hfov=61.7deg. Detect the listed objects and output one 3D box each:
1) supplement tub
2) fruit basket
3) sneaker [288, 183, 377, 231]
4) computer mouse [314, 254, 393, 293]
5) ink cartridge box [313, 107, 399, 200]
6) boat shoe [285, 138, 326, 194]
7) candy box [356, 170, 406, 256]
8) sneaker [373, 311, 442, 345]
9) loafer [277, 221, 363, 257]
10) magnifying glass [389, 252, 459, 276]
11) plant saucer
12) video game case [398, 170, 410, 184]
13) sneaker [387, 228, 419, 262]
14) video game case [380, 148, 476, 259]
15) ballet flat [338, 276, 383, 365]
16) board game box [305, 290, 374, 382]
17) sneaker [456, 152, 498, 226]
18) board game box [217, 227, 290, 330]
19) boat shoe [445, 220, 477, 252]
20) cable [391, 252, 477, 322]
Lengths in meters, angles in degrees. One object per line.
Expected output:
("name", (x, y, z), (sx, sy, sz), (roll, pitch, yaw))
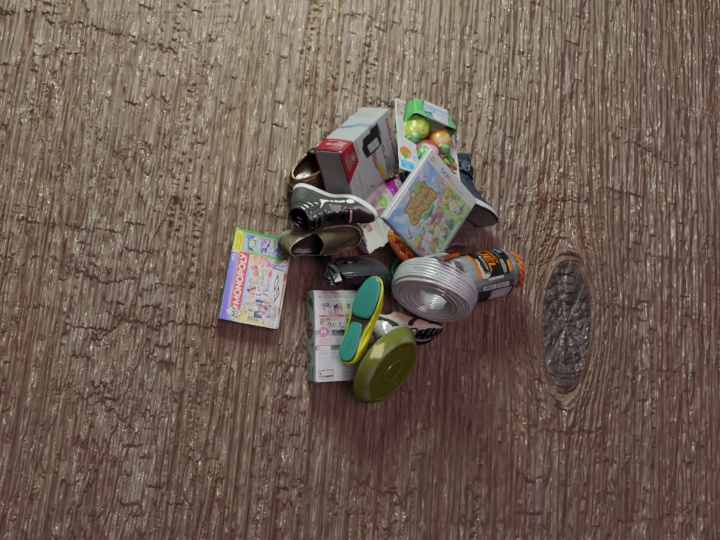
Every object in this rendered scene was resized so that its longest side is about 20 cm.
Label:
("supplement tub", (0.301, 0.014, 1.495), (0.197, 0.122, 0.124), (-12, 88, -26))
("fruit basket", (0.163, -0.302, 1.425), (0.183, 0.094, 0.203), (14, 54, -29))
("sneaker", (-0.066, -0.117, 1.307), (0.197, 0.071, 0.100), (16, 49, 3))
("computer mouse", (0.000, 0.000, 1.384), (0.198, 0.139, 0.053), (14, 115, -27))
("ink cartridge box", (-0.002, -0.260, 1.375), (0.200, 0.082, 0.147), (-48, 135, -35))
("boat shoe", (-0.090, -0.253, 1.385), (0.075, 0.072, 0.200), (38, 70, 7))
("candy box", (0.060, -0.140, 1.452), (0.198, 0.061, 0.138), (-28, 96, -23))
("sneaker", (0.111, 0.130, 1.435), (0.198, 0.074, 0.081), (3, 47, -33))
("loafer", (-0.082, -0.060, 1.339), (0.197, 0.070, 0.076), (-12, 118, -16))
("magnifying glass", (0.162, -0.012, 1.498), (0.197, 0.022, 0.081), (-14, 91, -24))
("plant saucer", (0.065, 0.221, 1.356), (0.199, 0.031, 0.202), (-32, 139, -32))
("video game case", (0.175, -0.184, 1.477), (0.199, 0.019, 0.145), (-23, 92, -51))
("sneaker", (0.127, -0.020, 1.430), (0.200, 0.077, 0.073), (46, 61, -17))
("video game case", (0.160, -0.141, 1.376), (0.182, 0.022, 0.201), (42, 76, -27))
("ballet flat", (0.008, 0.113, 1.331), (0.067, 0.066, 0.203), (28, 81, -55))
("board game box", (-0.046, 0.147, 1.374), (0.145, 0.064, 0.203), (1, 84, -22))
("sneaker", (0.280, -0.210, 1.529), (0.201, 0.076, 0.148), (30, 54, -31))
("board game box", (-0.231, 0.020, 1.334), (0.133, 0.029, 0.203), (12, 79, -21))
("boat shoe", (0.215, -0.082, 1.503), (0.198, 0.071, 0.077), (-7, 78, -43))
("cable", (0.168, 0.047, 1.370), (0.200, 0.198, 0.070), (44, 55, -34))
